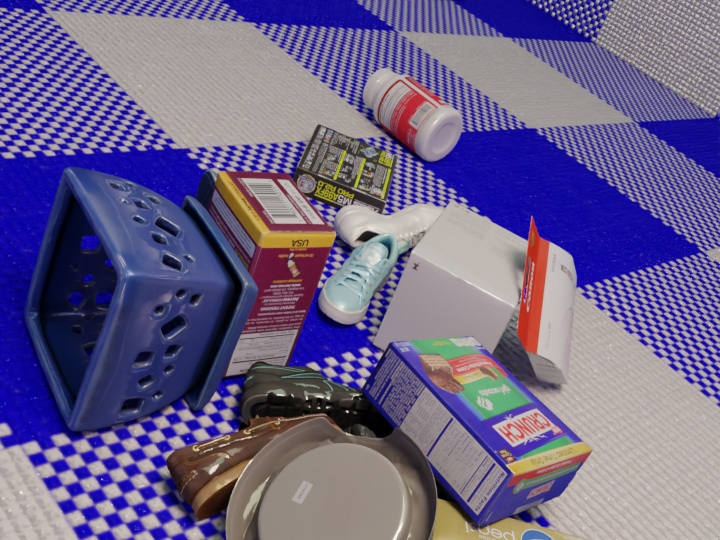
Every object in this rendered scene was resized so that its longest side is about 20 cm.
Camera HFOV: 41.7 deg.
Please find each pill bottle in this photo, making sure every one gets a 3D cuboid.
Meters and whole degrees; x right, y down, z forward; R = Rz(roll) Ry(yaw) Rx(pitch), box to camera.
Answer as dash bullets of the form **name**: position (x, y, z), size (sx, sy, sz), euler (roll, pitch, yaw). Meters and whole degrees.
- **pill bottle**: position (0.097, -0.310, 1.852), size (0.111, 0.114, 0.200), euler (-11, 44, -45)

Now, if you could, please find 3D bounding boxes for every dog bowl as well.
- **dog bowl**: position (-0.022, 0.231, 0.867), size (0.196, 0.059, 0.202), euler (-9, 44, 8)

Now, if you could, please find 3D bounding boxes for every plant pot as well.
- **plant pot**: position (-0.228, 0.031, 1.002), size (0.177, 0.202, 0.200), euler (4, 33, -40)

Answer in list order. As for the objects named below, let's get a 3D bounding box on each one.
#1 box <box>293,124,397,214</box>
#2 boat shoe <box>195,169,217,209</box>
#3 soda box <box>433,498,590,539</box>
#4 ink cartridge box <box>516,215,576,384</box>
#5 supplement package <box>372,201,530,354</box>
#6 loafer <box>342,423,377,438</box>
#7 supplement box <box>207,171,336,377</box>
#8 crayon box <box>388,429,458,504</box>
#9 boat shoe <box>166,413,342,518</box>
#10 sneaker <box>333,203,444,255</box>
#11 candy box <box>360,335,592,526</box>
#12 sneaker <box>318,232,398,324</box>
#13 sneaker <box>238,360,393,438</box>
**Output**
- **box**: position (-0.024, -0.168, 1.609), size (0.157, 0.045, 0.201), euler (21, 30, -4)
- **boat shoe**: position (-0.174, -0.060, 1.316), size (0.071, 0.073, 0.202), euler (5, 44, -36)
- **soda box**: position (0.141, 0.294, 0.954), size (0.196, 0.069, 0.064), euler (17, 30, -10)
- **ink cartridge box**: position (0.253, 0.044, 1.260), size (0.056, 0.200, 0.166), euler (5, 69, 16)
- **supplement package**: position (0.135, 0.033, 1.285), size (0.150, 0.153, 0.200), euler (28, 30, 8)
- **loafer**: position (0.015, 0.247, 0.943), size (0.070, 0.068, 0.203), euler (41, 26, -37)
- **supplement box**: position (-0.124, 0.005, 1.102), size (0.102, 0.203, 0.131), euler (-2, 37, -37)
- **crayon box**: position (0.132, 0.219, 1.086), size (0.198, 0.051, 0.127), euler (-9, 43, -42)
- **boat shoe**: position (-0.104, 0.180, 0.964), size (0.198, 0.071, 0.070), euler (-13, 48, -45)
- **sneaker**: position (0.061, -0.051, 1.453), size (0.196, 0.077, 0.089), euler (-2, 32, -19)
- **candy box**: position (0.125, 0.163, 1.022), size (0.167, 0.078, 0.200), euler (1, 37, -50)
- **sneaker**: position (0.000, 0.000, 1.316), size (0.073, 0.083, 0.200), euler (25, 30, 7)
- **sneaker**: position (-0.039, 0.143, 1.067), size (0.196, 0.076, 0.080), euler (14, 28, -15)
